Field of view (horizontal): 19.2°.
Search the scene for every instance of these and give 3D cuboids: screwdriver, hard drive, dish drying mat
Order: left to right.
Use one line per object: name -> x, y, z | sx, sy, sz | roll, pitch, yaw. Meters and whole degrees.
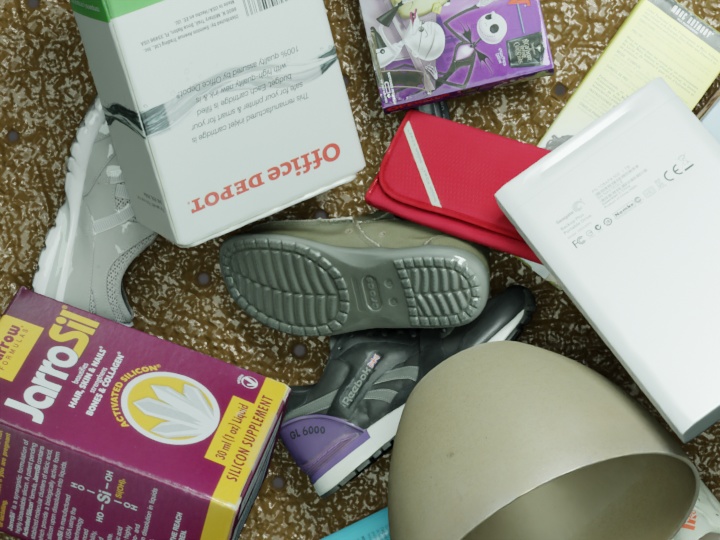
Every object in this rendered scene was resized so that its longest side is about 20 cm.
screwdriver -> 0.057, -0.049, 1.458 | 0.028, 0.029, 0.202 | -10, 101, 4
dish drying mat -> 0.102, -0.048, 1.380 | 0.199, 0.018, 0.077 | 19, 69, 27
hard drive -> 0.191, -0.010, 1.307 | 0.131, 0.027, 0.200 | -35, 63, -3

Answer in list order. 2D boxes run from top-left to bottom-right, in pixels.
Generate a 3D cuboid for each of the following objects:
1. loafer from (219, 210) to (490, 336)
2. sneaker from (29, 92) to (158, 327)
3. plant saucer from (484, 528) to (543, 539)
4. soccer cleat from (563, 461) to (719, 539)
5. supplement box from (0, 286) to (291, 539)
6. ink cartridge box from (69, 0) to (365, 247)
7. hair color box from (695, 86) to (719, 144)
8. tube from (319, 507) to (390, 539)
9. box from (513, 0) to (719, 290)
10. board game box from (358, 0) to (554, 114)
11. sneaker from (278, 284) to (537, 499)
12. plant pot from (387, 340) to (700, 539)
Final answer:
loafer -> 0.000, 0.000, 1.434 | 0.198, 0.070, 0.076 | 5, 117, 23
sneaker -> -0.162, -0.054, 1.452 | 0.081, 0.075, 0.201 | 17, 105, -6
plant saucer -> 0.100, 0.271, 1.445 | 0.198, 0.036, 0.202 | -1, 99, -4
soccer cleat -> 0.205, 0.159, 1.425 | 0.200, 0.078, 0.069 | 41, 96, 1
supplement box -> -0.163, 0.115, 1.406 | 0.199, 0.131, 0.104 | 19, 129, 3
ink cartridge box -> -0.096, -0.136, 1.378 | 0.146, 0.083, 0.201 | -22, 111, -21
hair color box -> 0.277, -0.122, 1.391 | 0.061, 0.099, 0.200 | 40, 95, 2
tube -> 0.000, 0.205, 1.462 | 0.199, 0.050, 0.078 | -22, 105, 1
box -> 0.165, -0.089, 1.427 | 0.075, 0.050, 0.201 | 35, 95, 2
board game box -> 0.051, -0.215, 1.424 | 0.119, 0.032, 0.202 | -13, 83, 1
sneaker -> 0.024, 0.061, 1.435 | 0.200, 0.076, 0.088 | -39, 84, 8
plant pot -> 0.096, 0.125, 1.354 | 0.200, 0.200, 0.135 | -33, 57, 6
